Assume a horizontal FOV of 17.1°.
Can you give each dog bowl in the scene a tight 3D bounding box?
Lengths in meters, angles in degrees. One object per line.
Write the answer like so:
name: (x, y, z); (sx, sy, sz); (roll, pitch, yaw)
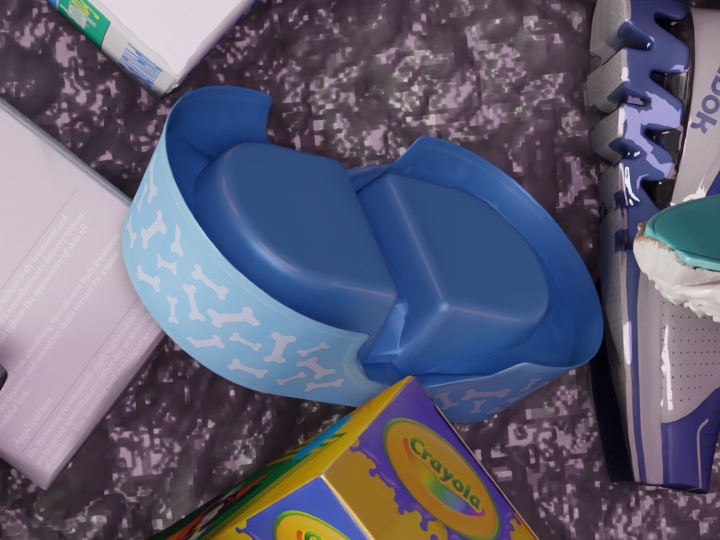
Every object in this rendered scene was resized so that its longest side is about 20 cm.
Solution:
dog bowl: (0.000, 0.000, 0.865); (0.199, 0.112, 0.050); (11, 133, -40)

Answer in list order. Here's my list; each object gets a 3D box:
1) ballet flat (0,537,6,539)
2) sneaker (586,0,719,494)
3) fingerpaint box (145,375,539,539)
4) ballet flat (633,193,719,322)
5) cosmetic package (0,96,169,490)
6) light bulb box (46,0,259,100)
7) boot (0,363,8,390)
ballet flat: (-0.124, 0.116, 0.767); (0.200, 0.072, 0.072); (26, 88, -36)
sneaker: (0.148, -0.013, 0.916); (0.114, 0.081, 0.201); (1, 89, -4)
fingerpaint box: (0.011, 0.164, 0.861); (0.167, 0.073, 0.200); (-33, 97, 40)
ballet flat: (0.193, 0.006, 0.867); (0.199, 0.072, 0.072); (-7, 92, -17)
cosmetic package: (-0.161, -0.021, 0.882); (0.200, 0.090, 0.107); (40, 87, -2)
light bulb box: (-0.077, -0.200, 0.866); (0.200, 0.125, 0.198); (43, 86, -6)
boot: (-0.230, 0.029, 0.823); (0.203, 0.074, 0.154); (-25, 108, 38)
